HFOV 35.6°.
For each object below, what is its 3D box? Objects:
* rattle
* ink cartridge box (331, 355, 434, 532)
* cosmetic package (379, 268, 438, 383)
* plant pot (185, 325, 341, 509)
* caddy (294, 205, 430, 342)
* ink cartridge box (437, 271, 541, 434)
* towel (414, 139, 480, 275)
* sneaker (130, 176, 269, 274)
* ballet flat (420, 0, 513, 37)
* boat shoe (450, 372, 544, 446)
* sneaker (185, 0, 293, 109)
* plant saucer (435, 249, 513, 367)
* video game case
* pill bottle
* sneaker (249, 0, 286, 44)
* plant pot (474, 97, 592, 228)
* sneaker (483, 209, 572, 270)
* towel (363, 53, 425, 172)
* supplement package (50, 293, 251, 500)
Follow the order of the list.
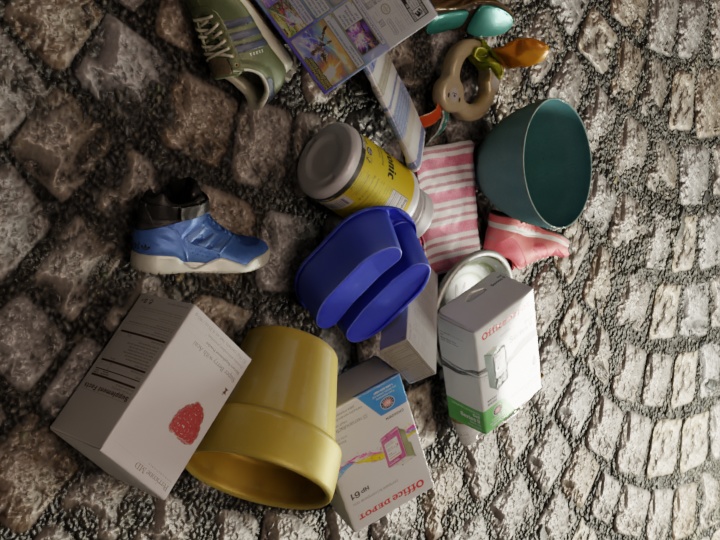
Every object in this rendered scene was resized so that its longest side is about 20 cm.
[{"bbox_3d":[0.181,-0.268,1.704,0.200,0.142,0.131,-45,142,-38],"label":"rattle"},{"bbox_3d":[0.008,0.250,1.611,0.143,0.084,0.202,-26,116,-18],"label":"ink cartridge box"},{"bbox_3d":[0.071,0.059,1.627,0.083,0.050,0.202,51,29,-33],"label":"cosmetic package"},{"bbox_3d":[-0.112,0.184,1.450,0.200,0.199,0.191,39,53,-40],"label":"plant pot"},{"bbox_3d":[0.000,0.000,1.541,0.200,0.106,0.141,-45,135,18],"label":"caddy"},{"bbox_3d":[0.202,0.127,1.743,0.145,0.084,0.202,-34,129,-31],"label":"ink cartridge box"},{"bbox_3d":[0.135,-0.097,1.750,0.145,0.030,0.203,-17,108,-42],"label":"towel"},{"bbox_3d":[-0.192,-0.058,1.402,0.198,0.076,0.113,-2,106,-38],"label":"sneaker"},{"bbox_3d":[0.151,-0.398,1.704,0.198,0.068,0.073,-12,60,-38],"label":"ballet flat"},{"bbox_3d":[0.230,0.228,1.864,0.198,0.070,0.070,-25,114,-30],"label":"boat shoe"},{"bbox_3d":[-0.163,-0.282,1.397,0.200,0.066,0.091,43,61,-42],"label":"sneaker"},{"bbox_3d":[0.164,0.058,1.773,0.199,0.050,0.203,-22,122,-39],"label":"plant saucer"},{"bbox_3d":[-0.028,-0.351,1.405,0.180,0.046,0.200,-33,126,9],"label":"video game case"},{"bbox_3d":[0.013,-0.115,1.574,0.199,0.110,0.113,31,74,-43],"label":"pill bottle"},{"bbox_3d":[-0.089,-0.329,1.486,0.090,0.067,0.200,-48,135,-7],"label":"sneaker"},{"bbox_3d":[0.261,-0.166,1.786,0.199,0.134,0.203,1,89,-47],"label":"plant pot"},{"bbox_3d":[0.273,-0.039,1.881,0.198,0.073,0.088,16,97,-39],"label":"sneaker"},{"bbox_3d":[0.040,-0.249,1.582,0.201,0.024,0.147,61,19,-25],"label":"towel"},{"bbox_3d":[-0.249,0.148,1.345,0.121,0.119,0.201,48,63,-38],"label":"supplement package"}]
